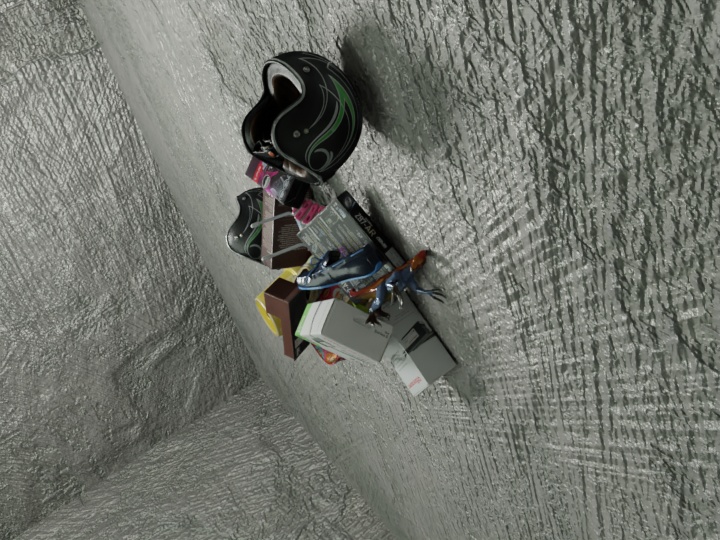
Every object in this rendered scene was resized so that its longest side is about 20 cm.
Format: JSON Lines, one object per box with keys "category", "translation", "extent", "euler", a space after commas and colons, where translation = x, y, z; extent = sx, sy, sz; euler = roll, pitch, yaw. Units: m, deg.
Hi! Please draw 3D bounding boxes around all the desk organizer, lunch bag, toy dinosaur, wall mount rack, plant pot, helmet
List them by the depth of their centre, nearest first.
{"category": "helmet", "translation": [-0.092, -0.263, 1.200], "extent": [0.200, 0.191, 0.200], "euler": [25, 175, 3]}
{"category": "toy dinosaur", "translation": [0.060, 0.023, 1.373], "extent": [0.200, 0.105, 0.182], "euler": [34, 115, 27]}
{"category": "wall mount rack", "translation": [-0.146, -0.074, 1.617], "extent": [0.075, 0.173, 0.200], "euler": [-58, 38, 30]}
{"category": "desk organizer", "translation": [-0.181, 0.120, 1.756], "extent": [0.077, 0.072, 0.200], "euler": [20, 134, 24]}
{"category": "lunch bag", "translation": [-0.063, 0.120, 1.801], "extent": [0.176, 0.082, 0.200], "euler": [50, 124, 21]}
{"category": "helmet", "translation": [-0.247, -0.117, 1.860], "extent": [0.200, 0.191, 0.200], "euler": [23, -179, 0]}
{"category": "plant pot", "translation": [-0.194, 0.087, 2.054], "extent": [0.201, 0.189, 0.201], "euler": [50, 161, 25]}

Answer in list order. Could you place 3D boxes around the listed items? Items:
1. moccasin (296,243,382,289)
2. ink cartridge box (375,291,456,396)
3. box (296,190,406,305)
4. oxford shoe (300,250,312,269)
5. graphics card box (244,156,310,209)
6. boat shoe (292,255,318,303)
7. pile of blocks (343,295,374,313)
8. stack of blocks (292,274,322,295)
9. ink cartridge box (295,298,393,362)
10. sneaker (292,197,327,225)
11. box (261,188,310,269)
{"category": "moccasin", "translation": [-0.047, -0.013, 1.442], "extent": [0.200, 0.080, 0.068], "euler": [-15, 105, 27]}
{"category": "ink cartridge box", "translation": [0.106, 0.163, 1.561], "extent": [0.200, 0.084, 0.145], "euler": [55, 162, 11]}
{"category": "box", "translation": [-0.019, -0.043, 1.473], "extent": [0.200, 0.044, 0.160], "euler": [50, 135, -2]}
{"category": "oxford shoe", "translation": [-0.082, -0.048, 1.757], "extent": [0.200, 0.072, 0.071], "euler": [-34, 74, 55]}
{"category": "graphics card box", "translation": [-0.179, -0.234, 1.606], "extent": [0.051, 0.126, 0.200], "euler": [15, -163, -43]}
{"category": "boat shoe", "translation": [-0.140, 0.036, 1.753], "extent": [0.073, 0.063, 0.200], "euler": [38, 137, 14]}
{"category": "pile of blocks", "translation": [-0.030, 0.095, 1.661], "extent": [0.062, 0.082, 0.200], "euler": [29, 130, -26]}
{"category": "stack of blocks", "translation": [-0.097, 0.090, 1.902], "extent": [0.059, 0.115, 0.200], "euler": [-111, 2, -56]}
{"category": "ink cartridge box", "translation": [-0.038, 0.130, 1.521], "extent": [0.145, 0.084, 0.200], "euler": [27, 166, -15]}
{"category": "sneaker", "translation": [-0.052, -0.102, 1.571], "extent": [0.200, 0.074, 0.087], "euler": [26, -174, 26]}
{"category": "box", "translation": [-0.183, -0.109, 1.737], "extent": [0.075, 0.100, 0.201], "euler": [33, 124, 53]}
